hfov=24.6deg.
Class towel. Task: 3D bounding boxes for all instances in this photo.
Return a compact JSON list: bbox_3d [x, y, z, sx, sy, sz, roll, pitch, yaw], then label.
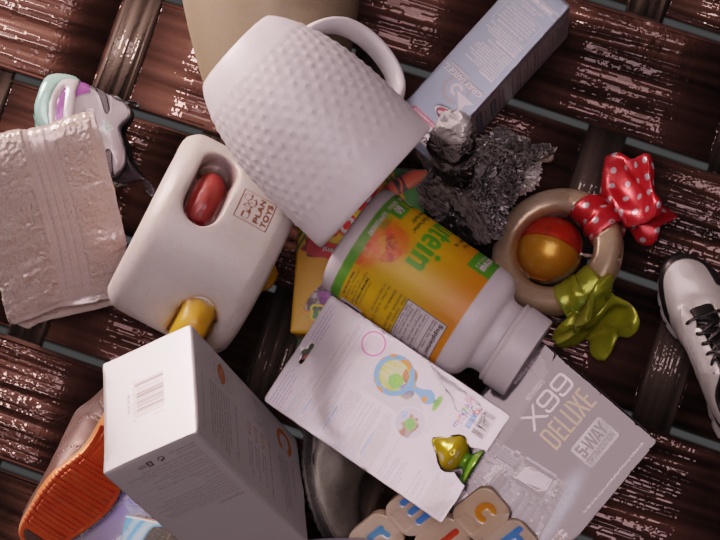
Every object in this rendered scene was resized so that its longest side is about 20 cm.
[{"bbox_3d":[-0.299,-0.046,1.601,0.131,0.035,0.202,-15,115,-11],"label":"towel"}]

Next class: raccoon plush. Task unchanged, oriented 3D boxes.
[{"bbox_3d":[0.131,-0.112,1.542,0.096,0.200,0.134,35,67,11],"label":"raccoon plush"}]

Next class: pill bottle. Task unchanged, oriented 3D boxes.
[{"bbox_3d":[0.073,0.024,1.522,0.199,0.111,0.112,35,86,8],"label":"pill bottle"}]

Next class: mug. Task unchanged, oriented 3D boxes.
[{"bbox_3d":[-0.035,-0.150,1.485,0.175,0.148,0.200,43,54,-2],"label":"mug"}]

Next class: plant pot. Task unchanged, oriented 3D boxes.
[{"bbox_3d":[-0.085,-0.211,1.603,0.185,0.187,0.202,-1,94,6],"label":"plant pot"}]

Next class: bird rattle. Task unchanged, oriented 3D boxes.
[{"bbox_3d":[0.204,-0.023,1.576,0.162,0.113,0.202,10,79,24],"label":"bird rattle"}]

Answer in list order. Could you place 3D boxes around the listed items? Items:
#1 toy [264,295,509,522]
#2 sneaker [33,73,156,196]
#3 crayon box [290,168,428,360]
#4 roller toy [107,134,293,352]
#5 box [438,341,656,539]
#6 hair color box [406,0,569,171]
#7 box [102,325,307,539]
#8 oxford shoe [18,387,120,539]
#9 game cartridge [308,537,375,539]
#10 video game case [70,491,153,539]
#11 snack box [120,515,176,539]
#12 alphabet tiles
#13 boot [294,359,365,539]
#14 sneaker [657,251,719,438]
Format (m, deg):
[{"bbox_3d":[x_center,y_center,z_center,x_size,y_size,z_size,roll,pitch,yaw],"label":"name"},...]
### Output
[{"bbox_3d":[0.026,0.127,1.513,0.199,0.047,0.116,33,87,15],"label":"toy"},{"bbox_3d":[-0.273,-0.084,1.644,0.139,0.078,0.202,17,95,-2],"label":"sneaker"},{"bbox_3d":[0.000,0.000,1.614,0.126,0.051,0.202,3,82,6],"label":"crayon box"},{"bbox_3d":[-0.142,-0.021,1.556,0.139,0.200,0.184,27,100,-7],"label":"roller toy"},{"bbox_3d":[0.159,0.186,1.569,0.157,0.050,0.200,41,88,9],"label":"box"},{"bbox_3d":[0.116,-0.188,1.606,0.061,0.099,0.200,41,87,11],"label":"hair color box"},{"bbox_3d":[-0.139,0.167,1.489,0.097,0.200,0.125,-24,44,15],"label":"box"},{"bbox_3d":[-0.265,0.183,1.608,0.200,0.073,0.071,-51,122,-6],"label":"oxford shoe"},{"bbox_3d":[-0.018,0.316,1.539,0.198,0.042,0.135,-3,102,14],"label":"game cartridge"},{"bbox_3d":[-0.185,0.284,1.607,0.143,0.019,0.201,-38,79,-1],"label":"video game case"},{"bbox_3d":[-0.185,0.343,1.570,0.115,0.037,0.202,9,82,6],"label":"snack box"},{"bbox_3d":[0.085,0.293,1.533,0.195,0.015,0.200,-41,94,22],"label":"alphabet tiles"},{"bbox_3d":[0.009,0.165,1.560,0.129,0.068,0.202,-13,88,15],"label":"boot"},{"bbox_3d":[0.340,0.072,1.555,0.073,0.080,0.202,-24,78,3],"label":"sneaker"}]
